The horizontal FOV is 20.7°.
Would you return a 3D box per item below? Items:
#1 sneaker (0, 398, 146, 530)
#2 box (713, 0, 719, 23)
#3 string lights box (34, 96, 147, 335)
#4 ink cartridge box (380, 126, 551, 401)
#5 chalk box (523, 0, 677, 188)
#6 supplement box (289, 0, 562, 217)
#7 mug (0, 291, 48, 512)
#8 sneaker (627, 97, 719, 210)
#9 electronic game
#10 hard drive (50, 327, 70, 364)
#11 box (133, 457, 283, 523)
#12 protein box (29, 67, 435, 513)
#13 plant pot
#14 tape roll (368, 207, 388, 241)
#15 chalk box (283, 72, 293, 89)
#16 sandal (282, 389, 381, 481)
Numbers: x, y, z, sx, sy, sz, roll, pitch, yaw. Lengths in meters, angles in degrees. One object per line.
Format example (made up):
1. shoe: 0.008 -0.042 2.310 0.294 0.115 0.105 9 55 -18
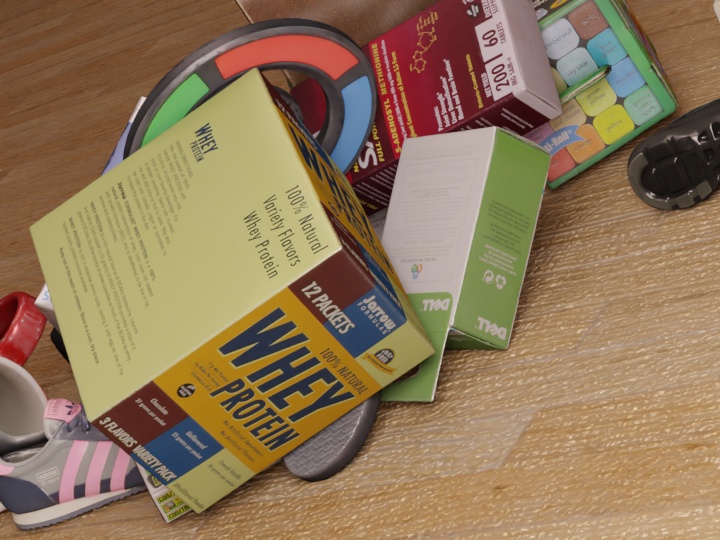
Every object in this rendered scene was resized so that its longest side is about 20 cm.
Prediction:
1. sneaker: -0.196 0.127 1.482 0.199 0.082 0.070 -24 19 15
2. box: 0.382 -0.219 1.531 0.199 0.083 0.068 -19 21 30
3. string lights box: -0.186 -0.030 1.637 0.059 0.103 0.201 17 69 21
4. ink cartridge box: 0.062 0.004 1.402 0.103 0.059 0.202 -3 70 52
5. chalk box: 0.169 -0.161 1.584 0.124 0.124 0.200 -31 20 14
6. supplement box: 0.047 -0.130 1.504 0.199 0.061 0.110 -28 61 28
7. mug: -0.325 0.112 1.648 0.177 0.134 0.200 -33 15 -17
8. sneaker: 0.283 -0.105 1.400 0.199 0.076 0.079 -14 22 36
9. electronic game: -0.078 -0.098 1.421 0.199 0.200 0.042 -30 53 -3
10. hard drive: -0.199 0.002 1.751 0.201 0.042 0.135 -52 17 -7
11. box: -0.132 0.081 1.443 0.109 0.035 0.200 -28 46 -6
12. protein box: -0.091 0.013 1.342 0.199 0.135 0.199 -34 46 8
13. plant pot: 0.005 -0.240 1.649 0.199 0.188 0.187 -35 19 1
14. tape roll: 0.000 0.000 1.549 0.199 0.066 0.200 -26 21 10
15. chalk box: 0.008 -0.159 1.792 0.199 0.126 0.124 -25 -3 11
16. sandal: -0.009 0.059 1.381 0.076 0.043 0.201 -11 51 29
